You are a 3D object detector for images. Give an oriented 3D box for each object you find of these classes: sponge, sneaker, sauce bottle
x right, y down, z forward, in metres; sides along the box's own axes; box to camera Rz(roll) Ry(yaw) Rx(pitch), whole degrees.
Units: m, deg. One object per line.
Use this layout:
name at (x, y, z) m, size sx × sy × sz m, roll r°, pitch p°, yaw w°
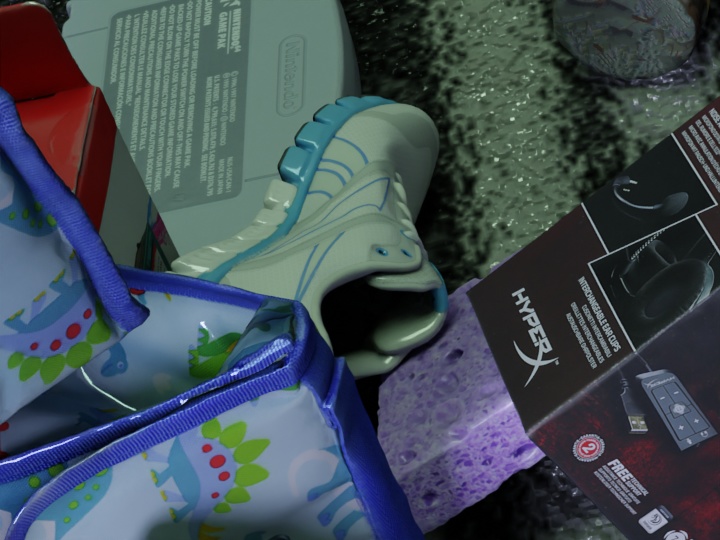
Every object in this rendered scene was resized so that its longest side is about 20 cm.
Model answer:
sponge at (0.093, 0.005, 0.892) m, size 0.200 × 0.030 × 0.112 m, roll -33°, pitch 19°, yaw 14°
sneaker at (0.000, 0.000, 0.953) m, size 0.087 × 0.075 × 0.200 m, roll 6°, pitch 34°, yaw 24°
sauce bottle at (0.129, -0.168, 1.090) m, size 0.065 × 0.065 × 0.200 m, roll -1°, pitch 46°, yaw 22°

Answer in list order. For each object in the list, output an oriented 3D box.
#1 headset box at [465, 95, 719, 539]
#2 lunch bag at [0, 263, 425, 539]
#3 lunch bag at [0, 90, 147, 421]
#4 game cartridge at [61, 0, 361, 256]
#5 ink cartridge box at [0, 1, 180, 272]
headset box at (0.154, 0.009, 0.665) m, size 0.200 × 0.149 × 0.077 m, roll -37°, pitch 29°, yaw 11°
lunch bag at (-0.079, 0.085, 0.846) m, size 0.200 × 0.170 × 0.128 m, roll -7°, pitch 46°, yaw 20°
lunch bag at (-0.190, -0.010, 0.772) m, size 0.170 × 0.127 × 0.200 m, roll -39°, pitch 48°, yaw -11°
game cartridge at (-0.066, -0.062, 1.086) m, size 0.133 × 0.040 × 0.200 m, roll -14°, pitch 44°, yaw 15°
ink cartridge box at (-0.131, 0.005, 0.927) m, size 0.116 × 0.200 × 0.067 m, roll -10°, pitch 45°, yaw 14°
